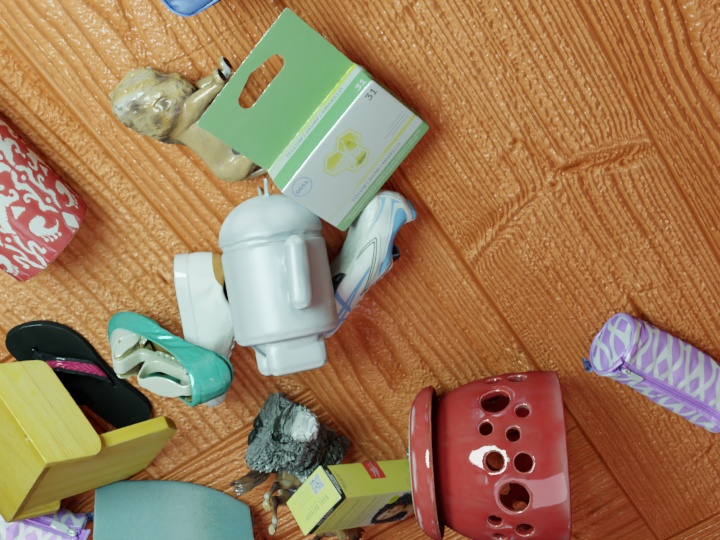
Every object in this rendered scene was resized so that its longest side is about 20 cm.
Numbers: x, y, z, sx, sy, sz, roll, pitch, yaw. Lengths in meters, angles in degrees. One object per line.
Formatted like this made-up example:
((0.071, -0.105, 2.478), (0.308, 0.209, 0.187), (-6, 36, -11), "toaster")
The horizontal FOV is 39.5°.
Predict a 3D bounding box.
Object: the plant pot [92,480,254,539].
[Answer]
((-0.225, 0.387, 1.265), (0.196, 0.197, 0.199), (-7, 121, -10), "plant pot")

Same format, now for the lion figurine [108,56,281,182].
((-0.152, -0.140, 1.025), (0.122, 0.073, 0.200), (-34, 119, 20), "lion figurine")

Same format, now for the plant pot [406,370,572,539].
((0.152, 0.225, 1.181), (0.179, 0.201, 0.203), (-5, 121, 9), "plant pot")

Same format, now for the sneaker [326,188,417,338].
((0.000, 0.000, 1.115), (0.071, 0.072, 0.202), (15, 122, -21), "sneaker")

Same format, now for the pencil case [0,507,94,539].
((-0.440, 0.315, 1.256), (0.198, 0.085, 0.085), (24, 151, -17), "pencil case")

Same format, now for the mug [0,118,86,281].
((-0.396, -0.096, 1.030), (0.200, 0.177, 0.134), (45, 73, -28), "mug")

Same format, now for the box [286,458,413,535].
((0.006, 0.272, 1.221), (0.199, 0.050, 0.075), (9, 128, -50), "box")

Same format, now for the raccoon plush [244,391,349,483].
((-0.053, 0.218, 1.183), (0.133, 0.200, 0.098), (27, 83, -18), "raccoon plush")

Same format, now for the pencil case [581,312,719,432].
((0.367, 0.123, 1.193), (0.198, 0.086, 0.085), (25, 115, -17), "pencil case")

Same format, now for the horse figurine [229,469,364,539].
((-0.069, 0.302, 1.267), (0.200, 0.133, 0.050), (42, 115, -9), "horse figurine")

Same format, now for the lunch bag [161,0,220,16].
((-0.118, -0.328, 0.882), (0.199, 0.133, 0.136), (-33, 117, 16), "lunch bag")

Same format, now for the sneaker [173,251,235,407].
((-0.158, 0.071, 1.145), (0.083, 0.073, 0.203), (-7, 123, -4), "sneaker")

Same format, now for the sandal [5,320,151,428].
((-0.331, 0.130, 1.187), (0.075, 0.045, 0.200), (-39, 114, 20), "sandal")

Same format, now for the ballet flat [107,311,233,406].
((-0.229, 0.096, 1.100), (0.198, 0.070, 0.068), (18, 119, 33), "ballet flat")

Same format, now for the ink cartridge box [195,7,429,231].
((-0.042, -0.142, 0.989), (0.146, 0.048, 0.199), (-49, 137, 11), "ink cartridge box")

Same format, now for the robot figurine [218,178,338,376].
((-0.087, 0.007, 1.060), (0.111, 0.169, 0.204), (-10, 89, -25), "robot figurine")

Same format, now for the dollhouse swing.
((-0.350, 0.180, 1.185), (0.183, 0.175, 0.200), (52, 138, 8), "dollhouse swing")
